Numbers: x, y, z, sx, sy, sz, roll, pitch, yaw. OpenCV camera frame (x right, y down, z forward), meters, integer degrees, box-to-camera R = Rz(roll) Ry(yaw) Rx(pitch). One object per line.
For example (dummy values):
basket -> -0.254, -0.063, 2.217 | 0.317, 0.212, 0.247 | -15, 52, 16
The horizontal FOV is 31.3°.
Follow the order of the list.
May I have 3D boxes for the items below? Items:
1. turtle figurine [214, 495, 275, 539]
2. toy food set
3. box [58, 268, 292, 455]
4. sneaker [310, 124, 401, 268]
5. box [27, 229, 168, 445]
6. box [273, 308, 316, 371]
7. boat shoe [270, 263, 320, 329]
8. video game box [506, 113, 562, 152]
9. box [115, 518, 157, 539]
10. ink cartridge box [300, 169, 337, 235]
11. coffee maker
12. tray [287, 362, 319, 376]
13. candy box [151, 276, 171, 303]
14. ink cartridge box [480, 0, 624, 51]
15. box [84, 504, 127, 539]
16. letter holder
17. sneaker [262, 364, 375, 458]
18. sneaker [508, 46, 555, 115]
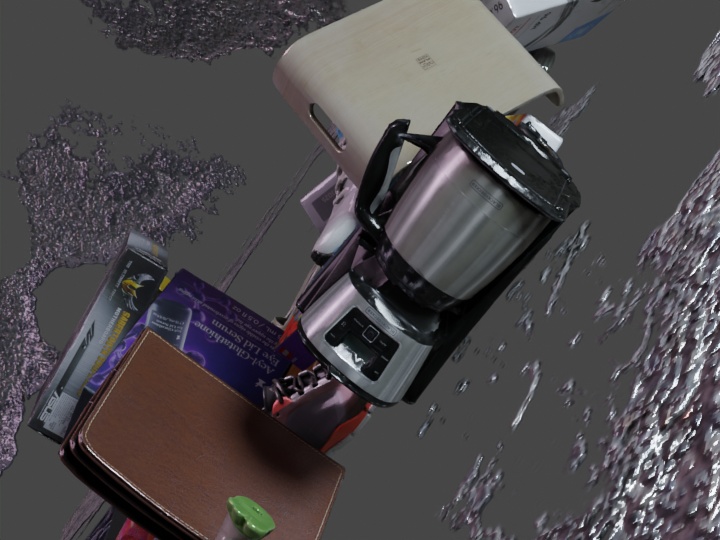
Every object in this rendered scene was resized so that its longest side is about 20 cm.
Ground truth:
turtle figurine -> -0.117, 0.251, 0.825 | 0.194, 0.200, 0.144 | -49, 44, 3
toy food set -> 0.049, -0.148, 1.037 | 0.199, 0.144, 0.061 | -29, -23, -23
box -> -0.166, 0.120, 1.213 | 0.105, 0.147, 0.201 | -60, -1, 39
sneaker -> 0.002, -0.089, 1.060 | 0.201, 0.086, 0.075 | -56, 10, -30
box -> -0.261, 0.063, 1.295 | 0.202, 0.048, 0.158 | -60, 11, 2
box -> 0.000, 0.000, 1.157 | 0.138, 0.039, 0.200 | -59, 9, -31
boat shoe -> -0.078, 0.076, 1.482 | 0.201, 0.062, 0.072 | -54, 9, 9
video game box -> 0.086, -0.047, 1.150 | 0.201, 0.047, 0.182 | -55, 11, 0
box -> -0.156, 0.210, 1.294 | 0.100, 0.095, 0.201 | -48, 11, 39
ink cartridge box -> 0.043, -0.100, 1.241 | 0.162, 0.050, 0.200 | -38, -9, 18
coffee maker -> 0.063, -0.010, 0.949 | 0.200, 0.135, 0.191 | -50, -25, 20
tray -> -0.047, 0.109, 1.298 | 0.099, 0.037, 0.201 | -48, 10, 36
candy box -> -0.156, 0.097, 1.382 | 0.102, 0.199, 0.027 | -42, 11, 50
ink cartridge box -> 0.147, -0.247, 1.178 | 0.198, 0.069, 0.116 | -20, -9, -27
box -> -0.267, 0.356, 1.316 | 0.183, 0.104, 0.200 | -52, 9, 5
letter holder -> -0.131, 0.170, 0.986 | 0.101, 0.199, 0.143 | -47, 12, 35
sneaker -> -0.041, 0.114, 1.098 | 0.201, 0.081, 0.077 | -54, 9, 6
sneaker -> 0.105, -0.187, 1.352 | 0.200, 0.114, 0.077 | -49, 8, 41
